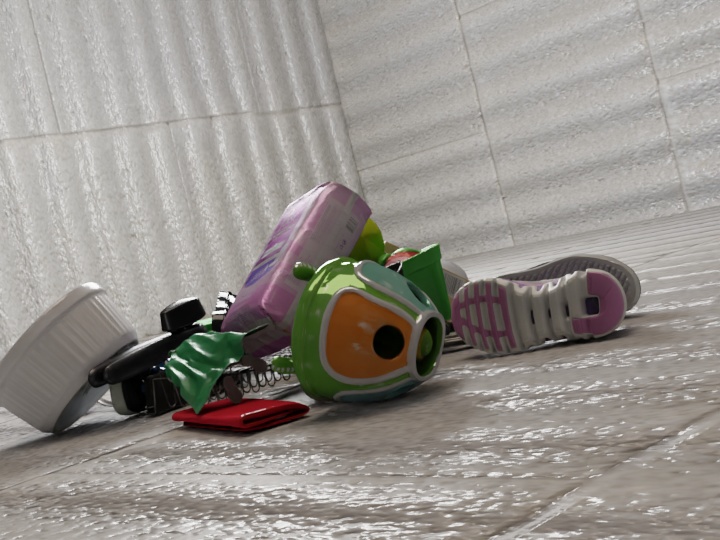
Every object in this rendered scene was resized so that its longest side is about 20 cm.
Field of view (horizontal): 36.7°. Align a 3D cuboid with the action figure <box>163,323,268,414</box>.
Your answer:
[{"bbox_3d":[-0.170,0.104,1.200,0.118,0.055,0.200,-48,22,-18],"label":"action figure"}]

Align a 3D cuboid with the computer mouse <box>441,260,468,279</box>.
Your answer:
[{"bbox_3d":[0.117,0.019,1.640,0.109,0.044,0.200,24,-17,-10],"label":"computer mouse"}]

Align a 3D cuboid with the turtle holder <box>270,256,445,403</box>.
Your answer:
[{"bbox_3d":[0.012,0.069,1.040,0.131,0.141,0.186,9,-26,24],"label":"turtle holder"}]

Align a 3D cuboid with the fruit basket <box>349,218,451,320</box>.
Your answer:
[{"bbox_3d":[0.000,0.000,1.360,0.215,0.217,0.156,-13,1,1],"label":"fruit basket"}]

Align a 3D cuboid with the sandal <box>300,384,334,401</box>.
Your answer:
[{"bbox_3d":[-0.029,0.105,1.182,0.079,0.058,0.201,-7,18,9],"label":"sandal"}]

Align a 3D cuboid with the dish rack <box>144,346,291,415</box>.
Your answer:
[{"bbox_3d":[-0.158,0.130,1.332,0.199,0.055,0.153,-9,6,41],"label":"dish rack"}]

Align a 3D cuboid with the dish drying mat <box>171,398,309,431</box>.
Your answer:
[{"bbox_3d":[-0.127,0.147,1.111,0.077,0.018,0.200,-13,1,-29],"label":"dish drying mat"}]

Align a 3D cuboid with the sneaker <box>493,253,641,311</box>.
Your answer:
[{"bbox_3d":[0.246,0.021,1.270,0.199,0.079,0.079,-4,-1,42],"label":"sneaker"}]

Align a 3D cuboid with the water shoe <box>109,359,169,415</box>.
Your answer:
[{"bbox_3d":[-0.254,0.139,1.428,0.079,0.072,0.200,-10,3,21],"label":"water shoe"}]

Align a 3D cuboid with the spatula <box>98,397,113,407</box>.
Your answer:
[{"bbox_3d":[-0.353,0.184,1.527,0.199,0.021,0.056,-9,17,43],"label":"spatula"}]

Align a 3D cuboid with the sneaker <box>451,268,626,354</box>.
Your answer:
[{"bbox_3d":[0.194,0.042,1.147,0.199,0.081,0.088,-7,-2,32],"label":"sneaker"}]

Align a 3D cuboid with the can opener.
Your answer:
[{"bbox_3d":[-0.265,0.101,1.363,0.063,0.079,0.200,-23,6,40],"label":"can opener"}]

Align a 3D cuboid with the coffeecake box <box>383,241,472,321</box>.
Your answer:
[{"bbox_3d":[0.036,0.030,1.548,0.153,0.073,0.200,24,-17,-27],"label":"coffeecake box"}]

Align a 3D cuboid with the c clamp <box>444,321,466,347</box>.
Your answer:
[{"bbox_3d":[0.111,0.077,1.334,0.170,0.027,0.200,-13,2,19],"label":"c clamp"}]

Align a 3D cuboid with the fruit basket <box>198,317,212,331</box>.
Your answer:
[{"bbox_3d":[-0.221,0.128,1.680,0.185,0.094,0.200,-14,-14,-33],"label":"fruit basket"}]

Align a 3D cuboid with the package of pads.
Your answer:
[{"bbox_3d":[-0.074,-0.001,1.245,0.120,0.076,0.200,-24,33,54],"label":"package of pads"}]

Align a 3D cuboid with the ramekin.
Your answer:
[{"bbox_3d":[-0.372,0.119,1.389,0.203,0.094,0.202,-49,-5,-6],"label":"ramekin"}]

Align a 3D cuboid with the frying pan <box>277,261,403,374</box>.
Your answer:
[{"bbox_3d":[-0.007,0.048,1.151,0.115,0.031,0.190,-34,10,30],"label":"frying pan"}]

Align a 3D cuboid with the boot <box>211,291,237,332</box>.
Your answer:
[{"bbox_3d":[-0.120,0.071,1.506,0.162,0.074,0.198,-1,7,-4],"label":"boot"}]
